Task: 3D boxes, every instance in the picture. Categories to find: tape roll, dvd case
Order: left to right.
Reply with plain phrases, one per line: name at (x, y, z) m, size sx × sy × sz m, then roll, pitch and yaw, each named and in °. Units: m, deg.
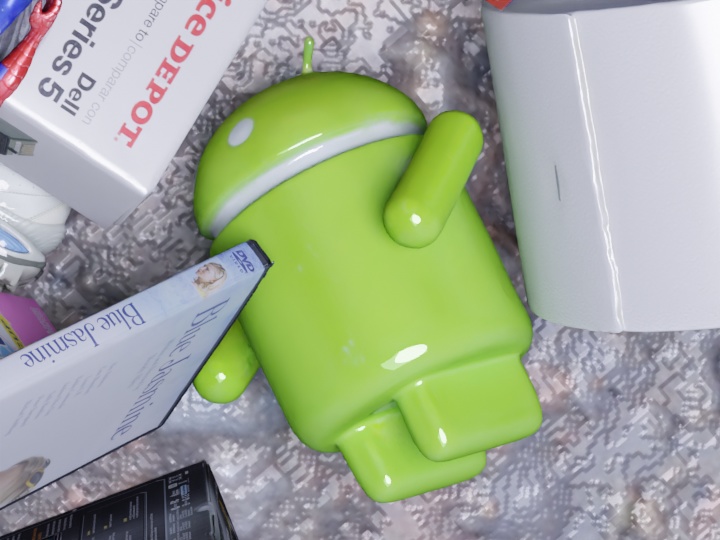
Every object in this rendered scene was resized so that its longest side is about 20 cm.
dvd case at (-0.137, 0.064, 1.197) m, size 0.200 × 0.143 × 0.018 m, roll -27°, pitch 72°, yaw -38°
tape roll at (0.161, -0.064, 1.240) m, size 0.203 × 0.203 × 0.139 m, roll -11°, pitch 102°, yaw -3°

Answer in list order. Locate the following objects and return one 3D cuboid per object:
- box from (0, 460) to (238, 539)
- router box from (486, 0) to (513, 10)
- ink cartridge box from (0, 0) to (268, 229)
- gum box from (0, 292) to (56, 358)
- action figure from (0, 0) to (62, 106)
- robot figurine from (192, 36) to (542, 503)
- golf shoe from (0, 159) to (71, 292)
box at (-0.130, 0.151, 1.253) m, size 0.158 × 0.200 × 0.048 m, roll -21°, pitch 99°, yaw -2°
router box at (0.038, -0.237, 1.140) m, size 0.179 × 0.049 × 0.200 m, roll 32°, pitch 82°, yaw -4°
ink cartridge box at (-0.147, -0.134, 1.234) m, size 0.200 × 0.084 × 0.146 m, roll 33°, pitch 72°, yaw -10°
gum box at (-0.223, 0.092, 1.261) m, size 0.200 × 0.114 × 0.066 m, roll -38°, pitch 76°, yaw 9°
action figure at (-0.155, -0.114, 1.159) m, size 0.065 × 0.052 × 0.200 m, roll 30°, pitch 77°, yaw -16°
robot figurine at (0.000, 0.000, 1.262) m, size 0.116 × 0.175 × 0.200 m, roll -13°, pitch 71°, yaw -42°
golf shoe at (-0.217, -0.070, 1.279) m, size 0.200 × 0.078 × 0.097 m, roll 27°, pitch 80°, yaw -15°
